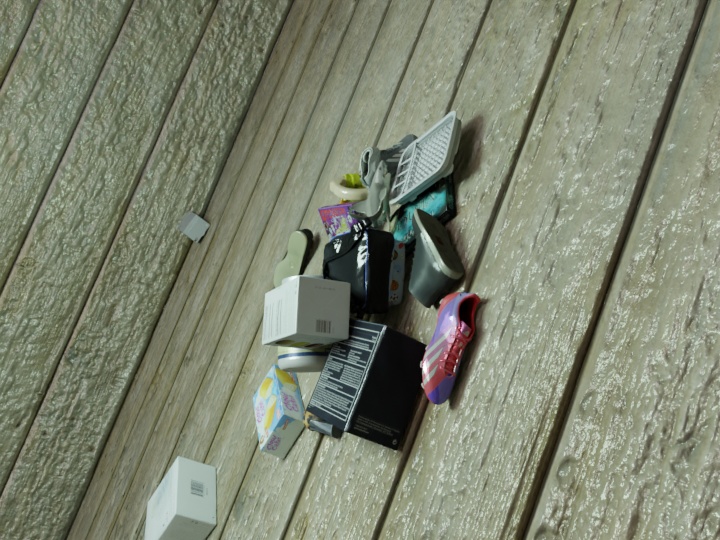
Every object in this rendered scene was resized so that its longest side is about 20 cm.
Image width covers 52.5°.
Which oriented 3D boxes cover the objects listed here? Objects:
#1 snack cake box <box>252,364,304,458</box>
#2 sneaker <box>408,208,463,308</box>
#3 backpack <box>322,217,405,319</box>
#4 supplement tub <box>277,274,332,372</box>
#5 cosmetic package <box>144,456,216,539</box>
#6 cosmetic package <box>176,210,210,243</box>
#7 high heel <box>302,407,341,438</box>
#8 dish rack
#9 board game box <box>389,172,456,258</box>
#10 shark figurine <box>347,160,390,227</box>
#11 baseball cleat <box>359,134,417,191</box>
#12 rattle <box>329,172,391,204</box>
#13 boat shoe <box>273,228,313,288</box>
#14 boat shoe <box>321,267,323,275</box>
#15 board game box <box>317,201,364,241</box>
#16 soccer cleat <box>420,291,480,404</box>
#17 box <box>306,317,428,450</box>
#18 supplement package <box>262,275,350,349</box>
[{"bbox_3d":[-0.197,0.334,1.749,0.116,0.067,0.200,-56,26,16],"label":"snack cake box"},{"bbox_3d":[0.121,-0.028,1.422,0.106,0.074,0.201,-51,36,29],"label":"sneaker"},{"bbox_3d":[0.000,0.000,1.538,0.190,0.153,0.203,3,84,54],"label":"backpack"},{"bbox_3d":[-0.115,0.121,1.633,0.145,0.143,0.203,-22,67,56],"label":"supplement tub"},{"bbox_3d":[-0.487,0.655,1.970,0.201,0.122,0.200,-56,26,21],"label":"cosmetic package"},{"bbox_3d":[-0.761,-0.200,3.318,0.107,0.090,0.200,-55,21,-8],"label":"cosmetic package"},{"bbox_3d":[-0.074,0.249,1.572,0.142,0.071,0.203,1,77,57],"label":"high heel"},{"bbox_3d":[0.145,-0.231,1.555,0.200,0.043,0.173,-34,32,51],"label":"dish rack"},{"bbox_3d":[0.128,-0.117,1.562,0.200,0.028,0.136,-42,34,40],"label":"board game box"},{"bbox_3d":[0.017,-0.133,1.571,0.215,0.088,0.129,-75,-16,-54],"label":"shark figurine"},{"bbox_3d":[0.066,-0.265,1.681,0.069,0.107,0.201,-9,43,48],"label":"baseball cleat"},{"bbox_3d":[0.014,-0.154,1.789,0.199,0.129,0.145,24,108,35],"label":"rattle"},{"bbox_3d":[-0.187,-0.027,2.072,0.063,0.073,0.203,-30,-32,-61],"label":"boat shoe"},{"bbox_3d":[-0.072,0.067,1.746,0.074,0.066,0.201,-36,38,44],"label":"boat shoe"},{"bbox_3d":[-0.036,-0.104,1.789,0.199,0.032,0.121,2,111,64],"label":"board game box"},{"bbox_3d":[0.156,0.129,1.247,0.076,0.066,0.202,-18,49,52],"label":"soccer cleat"},{"bbox_3d":[0.016,0.207,1.376,0.199,0.122,0.200,4,71,65],"label":"box"},{"bbox_3d":[-0.111,0.089,1.451,0.200,0.112,0.111,155,120,-62],"label":"supplement package"}]
